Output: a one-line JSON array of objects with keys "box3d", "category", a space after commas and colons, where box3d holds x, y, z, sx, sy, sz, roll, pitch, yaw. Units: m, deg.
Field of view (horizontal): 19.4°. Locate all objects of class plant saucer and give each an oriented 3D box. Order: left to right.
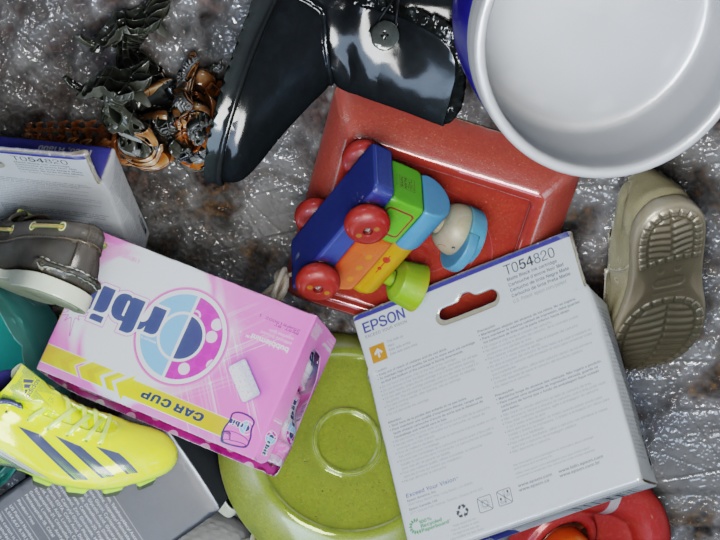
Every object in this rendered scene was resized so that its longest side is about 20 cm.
[{"box3d": [-0.012, 0.139, 1.656, 0.198, 0.202, 0.031, 22, 156, -2], "category": "plant saucer"}, {"box3d": [0.051, -0.025, 1.628, 0.198, 0.037, 0.201, 17, 125, 0], "category": "plant saucer"}]

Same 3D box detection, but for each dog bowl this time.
[{"box3d": [0.165, -0.171, 1.441, 0.198, 0.079, 0.202, -5, 115, -10], "category": "dog bowl"}]

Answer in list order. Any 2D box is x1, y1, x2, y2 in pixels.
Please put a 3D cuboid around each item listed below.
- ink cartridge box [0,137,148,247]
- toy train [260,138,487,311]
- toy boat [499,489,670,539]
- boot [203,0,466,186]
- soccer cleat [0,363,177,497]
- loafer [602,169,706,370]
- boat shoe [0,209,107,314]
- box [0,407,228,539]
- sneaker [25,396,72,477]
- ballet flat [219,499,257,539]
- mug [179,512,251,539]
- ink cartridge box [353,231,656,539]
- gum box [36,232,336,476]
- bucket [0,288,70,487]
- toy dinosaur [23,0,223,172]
[{"box3d": [-0.275, -0.067, 1.604, 0.197, 0.041, 0.200, 6, 157, 8], "category": "ink cartridge box"}, {"box3d": [0.000, 0.000, 1.596, 0.115, 0.085, 0.200, 22, 131, -23], "category": "toy train"}, {"box3d": [0.169, 0.230, 1.677, 0.198, 0.131, 0.131, 7, 119, -35], "category": "toy boat"}, {"box3d": [-0.009, -0.134, 1.505, 0.167, 0.076, 0.202, 20, 86, 1], "category": "boot"}, {"box3d": [-0.233, 0.113, 1.555, 0.198, 0.065, 0.085, 9, 112, 1], "category": "soccer cleat"}, {"box3d": [0.222, -0.001, 1.588, 0.075, 0.069, 0.201, -5, 140, -8], "category": "loafer"}, {"box3d": [-0.240, -0.012, 1.554, 0.071, 0.201, 0.061, 26, 83, -30], "category": "boat shoe"}, {"box3d": [-0.210, 0.189, 1.672, 0.199, 0.148, 0.108, -35, 90, 5], "category": "box"}, {"box3d": [-0.278, 0.172, 1.806, 0.111, 0.073, 0.201, -26, 114, 26], "category": "sneaker"}, {"box3d": [-0.092, 0.197, 1.783, 0.199, 0.069, 0.068, 34, 125, -10], "category": "ballet flat"}, {"box3d": [-0.158, 0.312, 1.807, 0.147, 0.176, 0.201, 27, 129, -5], "category": "mug"}, {"box3d": [0.107, 0.098, 1.599, 0.198, 0.041, 0.202, -21, 71, 22], "category": "ink cartridge box"}, {"box3d": [-0.123, 0.063, 1.555, 0.198, 0.114, 0.066, 20, 169, 19], "category": "gum box"}, {"box3d": [-0.334, 0.087, 1.676, 0.205, 0.135, 0.210, 0, 91, 13], "category": "bucket"}, {"box3d": [-0.159, -0.116, 1.586, 0.198, 0.103, 0.136, -23, 135, 1], "category": "toy dinosaur"}]
